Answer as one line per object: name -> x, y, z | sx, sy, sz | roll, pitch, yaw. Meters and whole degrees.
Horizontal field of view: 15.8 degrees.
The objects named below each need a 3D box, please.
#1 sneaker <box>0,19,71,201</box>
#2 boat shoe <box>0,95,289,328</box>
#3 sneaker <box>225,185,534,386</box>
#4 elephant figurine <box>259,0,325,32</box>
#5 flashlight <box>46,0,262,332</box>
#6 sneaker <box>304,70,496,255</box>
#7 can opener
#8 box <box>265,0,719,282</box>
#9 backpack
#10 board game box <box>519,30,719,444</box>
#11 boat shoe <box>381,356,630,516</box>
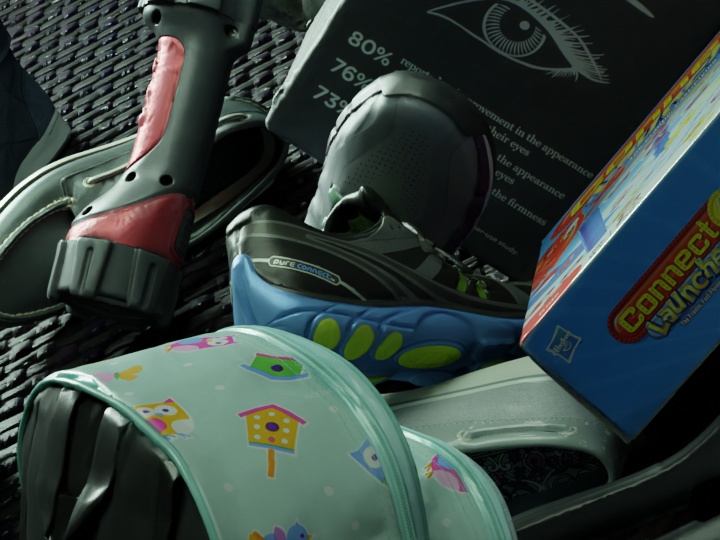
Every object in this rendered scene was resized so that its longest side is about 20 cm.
sneaker -> -0.252, -0.089, 1.544 | 0.077, 0.147, 0.203 | -16, 28, 21
boat shoe -> -0.124, -0.032, 1.386 | 0.199, 0.073, 0.062 | -32, 20, -19
sneaker -> 0.022, 0.006, 1.057 | 0.071, 0.083, 0.199 | -33, -26, 35
elephant figurine -> 0.049, -0.111, 1.303 | 0.155, 0.141, 0.200 | -51, 30, 27
flashlight -> -0.106, -0.072, 1.335 | 0.068, 0.067, 0.201 | -10, 64, 55
sneaker -> 0.000, 0.000, 1.125 | 0.200, 0.074, 0.088 | 116, 180, -53
can opener -> 0.113, 0.092, 0.931 | 0.199, 0.079, 0.064 | -29, 63, 7
box -> 0.072, -0.120, 1.153 | 0.200, 0.148, 0.104 | -54, 8, 29
backpack -> -0.032, 0.117, 0.848 | 0.153, 0.201, 0.176 | -21, 18, -24
board game box -> 0.148, -0.048, 0.994 | 0.200, 0.056, 0.196 | -50, 3, 12
boat shoe -> 0.010, 0.090, 1.010 | 0.200, 0.070, 0.072 | -20, 22, 13
